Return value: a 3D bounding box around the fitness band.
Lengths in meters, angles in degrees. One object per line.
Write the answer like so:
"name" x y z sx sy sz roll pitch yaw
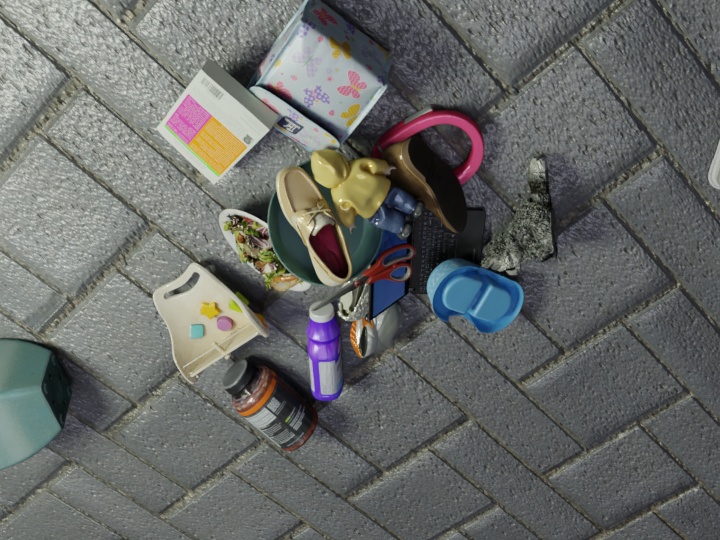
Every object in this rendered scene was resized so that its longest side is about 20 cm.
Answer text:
"fitness band" 0.109 -0.186 1.401 0.198 0.038 0.144 -28 120 22

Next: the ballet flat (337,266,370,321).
"ballet flat" 0.000 0.000 1.483 0.070 0.072 0.204 9 108 -4

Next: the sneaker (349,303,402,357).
"sneaker" 0.040 0.060 1.567 0.091 0.076 0.203 -5 119 -33

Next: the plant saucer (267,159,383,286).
"plant saucer" -0.058 -0.077 1.362 0.196 0.036 0.204 0 91 -22

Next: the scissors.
"scissors" 0.003 0.009 1.422 0.197 0.014 0.074 -18 128 -14

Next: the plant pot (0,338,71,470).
"plant pot" -0.683 0.255 1.656 0.196 0.198 0.198 -11 125 0

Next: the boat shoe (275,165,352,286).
"boat shoe" -0.063 -0.070 1.304 0.073 0.069 0.202 -31 101 -18

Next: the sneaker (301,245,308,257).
"sneaker" -0.079 -0.055 1.435 0.077 0.141 0.201 -21 121 17

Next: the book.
"book" -0.230 -0.229 1.326 0.133 0.048 0.199 39 146 -17

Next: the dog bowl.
"dog bowl" 0.201 0.041 1.513 0.198 0.050 0.113 17 112 -33

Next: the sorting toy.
"sorting toy" -0.287 0.079 1.572 0.198 0.107 0.181 -31 111 23

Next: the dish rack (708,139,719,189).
"dish rack" 0.667 -0.206 1.360 0.168 0.044 0.203 4 124 1

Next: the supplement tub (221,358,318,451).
"supplement tub" -0.182 0.263 1.686 0.106 0.108 0.200 -33 117 23

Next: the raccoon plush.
"raccoon plush" 0.264 -0.089 1.455 0.131 0.097 0.204 -5 96 20

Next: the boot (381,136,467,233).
"boot" 0.108 -0.136 1.391 0.075 0.074 0.200 -8 135 41

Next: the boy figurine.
"boy figurine" 0.001 -0.120 1.326 0.198 0.064 0.126 28 95 -19

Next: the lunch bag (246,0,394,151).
"lunch bag" -0.071 -0.278 1.291 0.168 0.128 0.200 33 129 -19

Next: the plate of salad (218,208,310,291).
"plate of salad" -0.170 -0.026 1.461 0.198 0.048 0.201 31 155 16

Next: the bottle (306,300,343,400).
"bottle" -0.068 0.152 1.617 0.064 0.084 0.203 0 125 3

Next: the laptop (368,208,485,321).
"laptop" 0.116 -0.009 1.478 0.196 0.104 0.180 3 122 2
